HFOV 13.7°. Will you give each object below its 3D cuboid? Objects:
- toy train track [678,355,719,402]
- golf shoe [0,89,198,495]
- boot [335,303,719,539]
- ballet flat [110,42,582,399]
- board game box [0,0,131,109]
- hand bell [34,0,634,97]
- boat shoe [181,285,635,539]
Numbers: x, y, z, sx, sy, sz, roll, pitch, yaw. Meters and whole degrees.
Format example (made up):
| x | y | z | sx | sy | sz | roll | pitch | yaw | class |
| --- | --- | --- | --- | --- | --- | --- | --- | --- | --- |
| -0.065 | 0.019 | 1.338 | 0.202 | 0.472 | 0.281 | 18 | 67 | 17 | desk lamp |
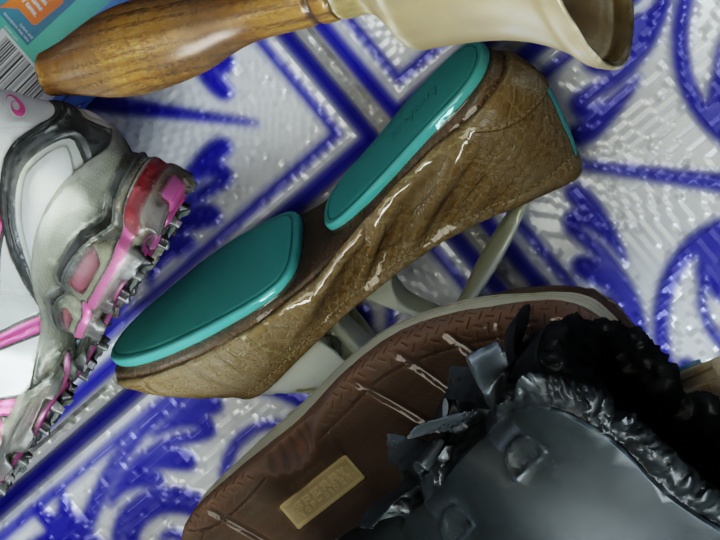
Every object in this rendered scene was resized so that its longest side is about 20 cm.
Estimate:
| x | y | z | sx | sy | sz | roll | pitch | yaw | class |
| --- | --- | --- | --- | --- | --- | --- | --- | --- | --- |
| 0.096 | 0.053 | 1.013 | 0.200 | 0.032 | 0.115 | -31 | 78 | 60 | toy train track |
| -0.134 | 0.012 | 1.090 | 0.092 | 0.073 | 0.200 | 32 | 128 | -1 | golf shoe |
| 0.077 | 0.116 | 0.954 | 0.198 | 0.073 | 0.162 | 41 | 118 | -7 | boot |
| 0.000 | 0.000 | 1.065 | 0.200 | 0.068 | 0.072 | -39 | 111 | 23 | ballet flat |
| -0.096 | -0.165 | 1.049 | 0.200 | 0.045 | 0.152 | -41 | 89 | 27 | board game box |
| -0.019 | -0.090 | 1.004 | 0.199 | 0.104 | 0.105 | -16 | 101 | 20 | hand bell |
| 0.021 | 0.050 | 1.029 | 0.202 | 0.075 | 0.075 | -29 | 100 | 37 | boat shoe |
